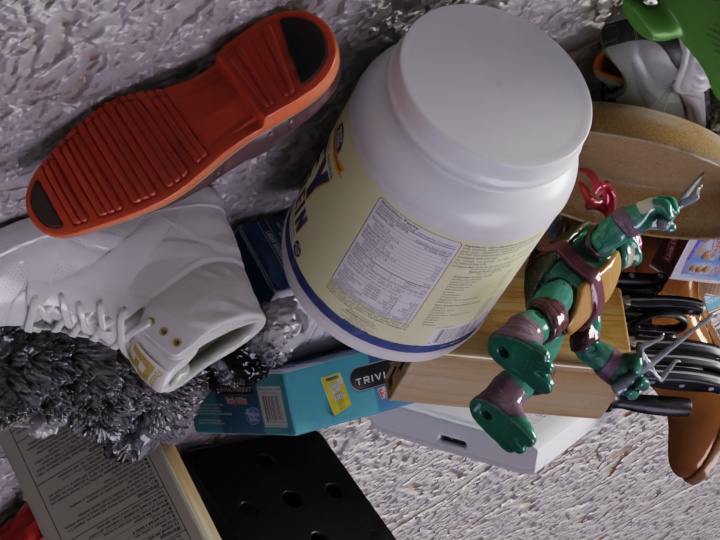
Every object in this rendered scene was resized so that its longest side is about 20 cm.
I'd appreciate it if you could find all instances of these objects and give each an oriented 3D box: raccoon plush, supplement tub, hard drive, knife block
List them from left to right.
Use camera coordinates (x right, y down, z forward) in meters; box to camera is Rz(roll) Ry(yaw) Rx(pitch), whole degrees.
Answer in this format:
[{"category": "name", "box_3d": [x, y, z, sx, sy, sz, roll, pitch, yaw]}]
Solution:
[{"category": "raccoon plush", "box_3d": [-0.151, 0.045, 1.449, 0.200, 0.097, 0.134, -37, 151, 23]}, {"category": "supplement tub", "box_3d": [0.046, -0.052, 1.403, 0.145, 0.145, 0.200, -13, 151, -31]}, {"category": "hard drive", "box_3d": [0.110, 0.100, 1.736, 0.200, 0.132, 0.027, -26, 127, -61]}, {"category": "knife block", "box_3d": [0.140, 0.063, 1.527, 0.200, 0.176, 0.064, -39, 164, -37]}]

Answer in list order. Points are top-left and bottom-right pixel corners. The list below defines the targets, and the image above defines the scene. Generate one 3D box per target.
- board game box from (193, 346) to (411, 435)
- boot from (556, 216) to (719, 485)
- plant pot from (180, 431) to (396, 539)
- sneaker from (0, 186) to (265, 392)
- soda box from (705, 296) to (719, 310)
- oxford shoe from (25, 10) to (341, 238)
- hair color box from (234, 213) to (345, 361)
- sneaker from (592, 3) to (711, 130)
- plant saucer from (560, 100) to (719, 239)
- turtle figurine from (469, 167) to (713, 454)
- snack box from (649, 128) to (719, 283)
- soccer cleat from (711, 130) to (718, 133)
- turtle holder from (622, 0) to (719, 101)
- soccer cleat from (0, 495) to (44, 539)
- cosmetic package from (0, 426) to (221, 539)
[{"category": "board game box", "box_3d": [-0.002, 0.072, 1.633, 0.200, 0.047, 0.151, -14, -175, -31]}, {"category": "boot", "box_3d": [0.210, 0.057, 1.732, 0.155, 0.200, 0.077, 7, -173, -17]}, {"category": "plant pot", "box_3d": [-0.083, 0.239, 1.804, 0.200, 0.200, 0.178, -7, 137, -39]}, {"category": "sneaker", "box_3d": [-0.155, 0.025, 1.379, 0.200, 0.116, 0.074, -16, 155, -21]}, {"category": "soda box", "box_3d": [0.251, -0.002, 1.817, 0.200, 0.068, 0.064, -26, 156, -4]}, {"category": "oxford shoe", "box_3d": [-0.096, -0.071, 1.312, 0.200, 0.071, 0.073, -28, 161, -1]}, {"category": "hair color box", "box_3d": [0.000, 0.000, 1.560, 0.200, 0.061, 0.100, -13, 151, -31]}, {"category": "sneaker", "box_3d": [0.195, -0.128, 1.526, 0.079, 0.074, 0.200, -4, 160, 6]}, {"category": "plant saucer", "box_3d": [0.181, -0.071, 1.543, 0.200, 0.036, 0.200, 13, 165, 3]}, {"category": "turtle figurine", "box_3d": [0.146, 0.020, 1.449, 0.200, 0.101, 0.150, -43, 140, -36]}, {"category": "snack box", "box_3d": [0.279, -0.082, 1.649, 0.072, 0.024, 0.200, 5, 117, -49]}, {"category": "soccer cleat", "box_3d": [0.270, -0.071, 1.708, 0.200, 0.065, 0.084, -6, 145, -40]}, {"category": "turtle holder", "box_3d": [0.248, -0.176, 1.359, 0.132, 0.186, 0.141, -37, -158, -22]}, {"category": "soccer cleat", "box_3d": [-0.214, 0.183, 1.698, 0.085, 0.069, 0.200, -14, 156, -49]}, {"category": "cosmetic package", "box_3d": [-0.159, 0.173, 1.561, 0.105, 0.200, 0.071, -28, 156, 2]}]
